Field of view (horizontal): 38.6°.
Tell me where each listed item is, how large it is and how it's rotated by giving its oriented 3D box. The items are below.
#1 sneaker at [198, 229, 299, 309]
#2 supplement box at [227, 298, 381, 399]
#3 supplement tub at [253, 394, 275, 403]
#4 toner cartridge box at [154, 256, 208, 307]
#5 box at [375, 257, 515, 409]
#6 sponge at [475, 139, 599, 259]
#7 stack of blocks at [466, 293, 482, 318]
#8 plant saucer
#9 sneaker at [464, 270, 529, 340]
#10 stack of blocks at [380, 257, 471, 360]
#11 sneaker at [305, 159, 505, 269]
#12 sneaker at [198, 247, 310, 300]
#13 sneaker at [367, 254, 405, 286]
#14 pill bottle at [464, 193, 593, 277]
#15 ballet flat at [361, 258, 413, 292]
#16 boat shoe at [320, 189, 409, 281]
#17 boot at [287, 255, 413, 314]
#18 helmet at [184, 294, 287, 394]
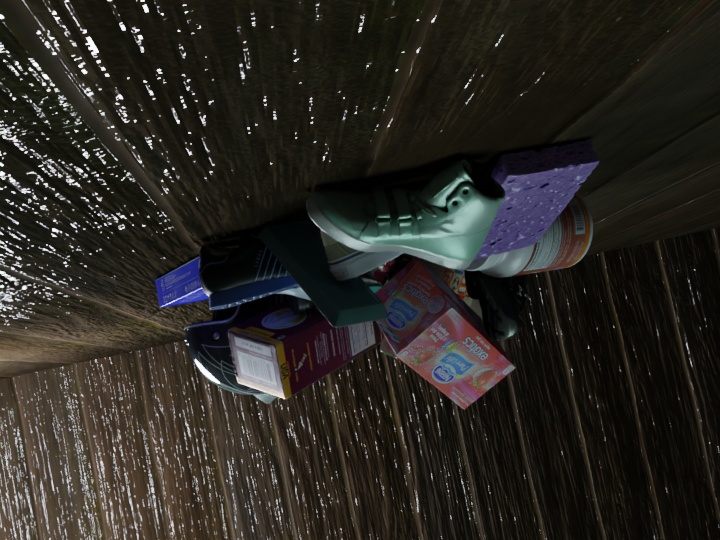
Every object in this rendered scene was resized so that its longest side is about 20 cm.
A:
[{"bbox_3d":[-0.096,-0.015,1.228,0.197,0.079,0.070,-15,176,-14],"label":"sneaker"},{"bbox_3d":[-0.077,0.094,1.473,0.109,0.087,0.199,12,-151,42],"label":"supplement box"},{"bbox_3d":[-0.129,0.113,1.760,0.200,0.145,0.145,-46,173,2],"label":"supplement tub"},{"bbox_3d":[-0.210,0.011,1.428,0.094,0.044,0.199,-10,175,-31],"label":"toner cartridge box"},{"bbox_3d":[0.107,0.085,1.347,0.094,0.103,0.200,-39,139,9],"label":"box"},{"bbox_3d":[0.179,-0.074,1.149,0.110,0.030,0.200,-13,158,-18],"label":"sponge"},{"bbox_3d":[0.181,0.026,1.614,0.058,0.203,0.115,16,168,-15],"label":"stack of blocks"},{"bbox_3d":[-0.044,-0.002,1.146,0.069,0.019,0.200,-9,-144,-28],"label":"plant saucer"},{"bbox_3d":[0.191,0.025,1.368,0.078,0.076,0.201,-8,-154,-3],"label":"sneaker"},{"bbox_3d":[0.111,0.038,1.495,0.058,0.203,0.115,21,-177,32],"label":"stack of blocks"},{"bbox_3d":[0.050,-0.077,1.041,0.198,0.074,0.119,11,129,-23],"label":"sneaker"},{"bbox_3d":[-0.103,-0.013,1.297,0.197,0.072,0.073,9,-155,-19],"label":"sneaker"},{"bbox_3d":[0.020,-0.039,1.276,0.081,0.074,0.200,-54,175,-18],"label":"sneaker"},{"bbox_3d":[0.204,-0.051,1.338,0.198,0.114,0.111,-7,173,-42],"label":"pill bottle"},{"bbox_3d":[0.000,0.000,1.400,0.197,0.074,0.073,4,170,-17],"label":"ballet flat"},{"bbox_3d":[0.043,-0.056,1.133,0.199,0.063,0.072,-30,-165,-32],"label":"boat shoe"},{"bbox_3d":[-0.011,0.000,1.489,0.197,0.067,0.165,-8,-157,-10],"label":"boot"},{"bbox_3d":[-0.167,0.099,1.596,0.198,0.193,0.200,22,161,8],"label":"helmet"}]
